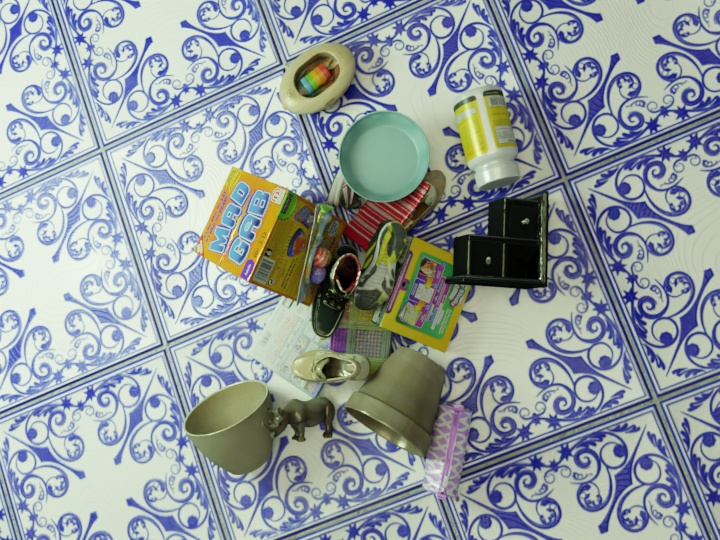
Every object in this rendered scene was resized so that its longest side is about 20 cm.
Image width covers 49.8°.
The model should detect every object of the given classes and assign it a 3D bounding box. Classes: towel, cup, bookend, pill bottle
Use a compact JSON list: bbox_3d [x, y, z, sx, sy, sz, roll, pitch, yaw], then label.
[{"bbox_3d":[0.003,0.133,1.694,0.141,0.023,0.204,4,95,-8],"label":"towel"},{"bbox_3d":[-0.266,0.355,1.687,0.197,0.201,0.145,-18,109,8],"label":"cup"},{"bbox_3d":[0.287,-0.068,1.625,0.195,0.092,0.204,5,85,-18],"label":"bookend"},{"bbox_3d":[0.054,-0.133,1.704,0.201,0.022,0.144,-52,42,3],"label":"towel"},{"bbox_3d":[0.275,-0.284,1.675,0.112,0.114,0.204,-14,83,8],"label":"pill bottle"}]

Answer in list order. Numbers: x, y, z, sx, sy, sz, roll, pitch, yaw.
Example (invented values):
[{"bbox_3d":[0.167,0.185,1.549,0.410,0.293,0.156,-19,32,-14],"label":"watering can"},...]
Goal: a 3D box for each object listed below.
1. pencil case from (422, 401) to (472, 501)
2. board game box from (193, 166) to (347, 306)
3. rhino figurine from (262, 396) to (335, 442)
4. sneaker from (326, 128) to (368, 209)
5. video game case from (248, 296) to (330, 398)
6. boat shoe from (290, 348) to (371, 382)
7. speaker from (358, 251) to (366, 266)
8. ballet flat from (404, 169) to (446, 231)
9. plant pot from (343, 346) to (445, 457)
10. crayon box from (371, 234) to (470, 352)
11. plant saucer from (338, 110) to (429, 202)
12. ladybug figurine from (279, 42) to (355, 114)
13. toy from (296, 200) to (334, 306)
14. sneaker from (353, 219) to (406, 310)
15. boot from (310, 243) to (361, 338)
[{"bbox_3d":[0.184,0.381,1.646,0.082,0.085,0.204,9,86,8],"label":"pencil case"},{"bbox_3d":[-0.191,-0.071,1.657,0.198,0.199,0.203,24,89,41],"label":"board game box"},{"bbox_3d":[-0.131,0.319,1.660,0.059,0.198,0.089,-6,83,48],"label":"rhino figurine"},{"bbox_3d":[-0.004,-0.231,1.747,0.085,0.080,0.203,20,97,-1],"label":"sneaker"},{"bbox_3d":[-0.124,0.151,1.738,0.180,0.045,0.202,31,91,10],"label":"video game case"},{"bbox_3d":[-0.075,0.204,1.644,0.197,0.065,0.074,-1,84,33],"label":"boat shoe"},{"bbox_3d":[0.000,0.000,1.714,0.196,0.081,0.083,-8,84,9],"label":"speaker"},{"bbox_3d":[0.121,-0.139,1.712,0.068,0.067,0.201,36,91,7],"label":"ballet flat"},{"bbox_3d":[0.089,0.264,1.633,0.198,0.200,0.175,27,74,11],"label":"plant pot"},{"bbox_3d":[0.138,0.050,1.658,0.170,0.058,0.203,22,89,-23],"label":"crayon box"},{"bbox_3d":[0.051,-0.243,1.679,0.196,0.036,0.204,-1,81,5],"label":"plant saucer"},{"bbox_3d":[-0.097,-0.431,1.773,0.198,0.072,0.137,-33,81,5],"label":"ladybug figurine"},{"bbox_3d":[-0.082,-0.033,1.564,0.046,0.115,0.204,11,102,7],"label":"toy"},{"bbox_3d":[0.041,-0.012,1.620,0.073,0.085,0.203,21,103,-14],"label":"sneaker"},{"bbox_3d":[-0.052,0.049,1.591,0.072,0.154,0.207,18,94,-6],"label":"boot"}]
